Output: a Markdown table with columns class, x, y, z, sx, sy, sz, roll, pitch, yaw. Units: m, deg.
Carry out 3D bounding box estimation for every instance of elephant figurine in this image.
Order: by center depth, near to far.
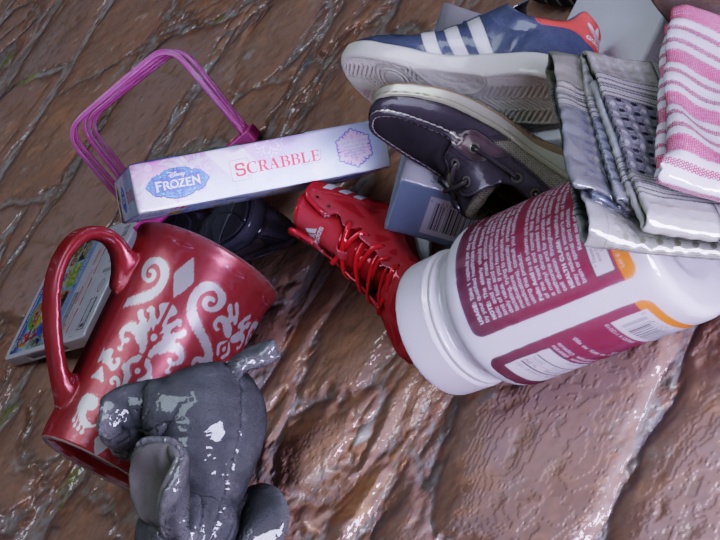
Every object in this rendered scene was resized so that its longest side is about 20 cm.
| class | x | y | z | sx | sy | sz | roll | pitch | yaw |
| --- | --- | --- | --- | --- | --- | --- | --- | --- | --- |
| elephant figurine | -0.122 | 0.177 | 1.217 | 0.141 | 0.155 | 0.200 | -4 | 46 | -7 |

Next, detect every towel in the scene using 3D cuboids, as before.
| class | x | y | z | sx | sy | sz | roll | pitch | yaw |
| --- | --- | --- | --- | --- | --- | --- | --- | --- | --- |
| towel | 0.247 | -0.091 | 0.967 | 0.200 | 0.146 | 0.030 | -73 | -5 | -53 |
| towel | 0.213 | -0.071 | 0.974 | 0.193 | 0.200 | 0.035 | -93 | 10 | -50 |

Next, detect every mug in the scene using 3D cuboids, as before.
| class | x | y | z | sx | sy | sz | roll | pitch | yaw |
| --- | --- | --- | --- | --- | --- | --- | --- | --- | --- |
| mug | -0.192 | 0.069 | 1.389 | 0.133 | 0.177 | 0.200 | 110 | -174 | -73 |

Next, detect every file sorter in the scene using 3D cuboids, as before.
| class | x | y | z | sx | sy | sz | roll | pitch | yaw |
| --- | --- | --- | --- | --- | --- | --- | --- | --- | --- |
| file sorter | -0.189 | -0.132 | 1.581 | 0.139 | 0.125 | 0.200 | -39 | 7 | 2 |

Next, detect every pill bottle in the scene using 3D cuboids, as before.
| class | x | y | z | sx | sy | sz | roll | pitch | yaw |
| --- | --- | --- | --- | --- | --- | --- | --- | --- | --- |
| pill bottle | 0.127 | 0.007 | 1.058 | 0.200 | 0.114 | 0.114 | -24 | 37 | 38 |

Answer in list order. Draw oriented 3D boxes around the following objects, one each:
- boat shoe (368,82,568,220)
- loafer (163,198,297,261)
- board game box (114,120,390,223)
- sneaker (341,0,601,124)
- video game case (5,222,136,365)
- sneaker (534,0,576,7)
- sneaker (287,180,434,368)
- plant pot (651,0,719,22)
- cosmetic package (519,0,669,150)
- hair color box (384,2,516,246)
| class | x | y | z | sx | sy | sz | roll | pitch | yaw |
| --- | --- | --- | --- | --- | --- | --- | --- | --- | --- |
| boat shoe | 0.090 | -0.065 | 1.140 | 0.065 | 0.200 | 0.072 | -60 | -8 | -23 |
| loafer | -0.132 | -0.022 | 1.530 | 0.200 | 0.063 | 0.072 | -15 | 57 | 53 |
| board game box | -0.095 | -0.078 | 1.345 | 0.199 | 0.041 | 0.200 | -11 | 2 | -12 |
| sneaker | 0.082 | -0.153 | 1.174 | 0.200 | 0.075 | 0.085 | 10 | 57 | 34 |
| video game case | -0.293 | 0.023 | 1.703 | 0.200 | 0.018 | 0.143 | -15 | 47 | 55 |
| sneaker | 0.204 | -0.281 | 1.363 | 0.200 | 0.076 | 0.116 | 13 | 60 | 47 |
| sneaker | 0.000 | 0.000 | 1.228 | 0.200 | 0.115 | 0.078 | -108 | 41 | -65 |
| plant pot | 0.291 | -0.241 | 1.066 | 0.198 | 0.200 | 0.200 | -21 | 38 | 53 |
| cosmetic package | 0.198 | -0.147 | 1.185 | 0.113 | 0.081 | 0.200 | -3 | 51 | 53 |
| hair color box | 0.088 | -0.108 | 1.258 | 0.061 | 0.099 | 0.200 | 108 | 177 | -50 |
